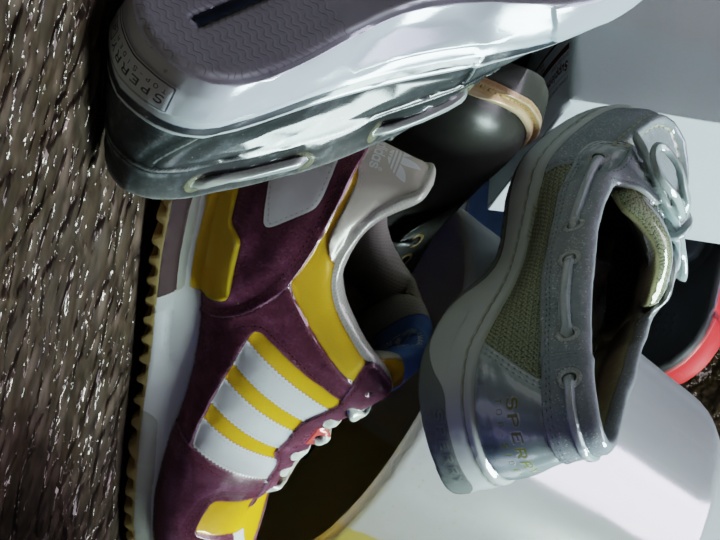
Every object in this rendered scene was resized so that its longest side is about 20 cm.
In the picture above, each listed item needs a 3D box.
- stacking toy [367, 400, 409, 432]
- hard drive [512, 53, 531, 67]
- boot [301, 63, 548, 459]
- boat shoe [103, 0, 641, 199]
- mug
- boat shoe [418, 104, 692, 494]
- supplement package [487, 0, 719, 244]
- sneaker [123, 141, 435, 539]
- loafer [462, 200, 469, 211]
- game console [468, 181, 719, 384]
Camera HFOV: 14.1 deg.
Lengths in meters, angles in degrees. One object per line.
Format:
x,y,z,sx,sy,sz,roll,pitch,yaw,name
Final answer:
-0.028,0.123,1.172,0.085,0.085,0.201,79,31,-72,stacking toy
0.052,-0.156,1.184,0.135,0.042,0.200,109,-14,-49,hard drive
0.000,0.000,1.011,0.200,0.077,0.139,139,-29,-75,boot
0.004,-0.076,0.852,0.200,0.072,0.071,-18,155,-32,boat shoe
0.045,0.082,1.107,0.186,0.153,0.150,-39,-149,43,mug
0.081,0.006,0.988,0.202,0.065,0.075,-52,131,-53,boat shoe
0.165,-0.124,1.194,0.147,0.191,0.201,125,-27,-71,supplement package
-0.024,0.039,0.960,0.075,0.090,0.200,-69,168,-49,sneaker
0.014,-0.049,1.219,0.201,0.068,0.071,-74,166,-64,loafer
0.084,-0.035,1.307,0.031,0.199,0.177,32,66,-53,game console
